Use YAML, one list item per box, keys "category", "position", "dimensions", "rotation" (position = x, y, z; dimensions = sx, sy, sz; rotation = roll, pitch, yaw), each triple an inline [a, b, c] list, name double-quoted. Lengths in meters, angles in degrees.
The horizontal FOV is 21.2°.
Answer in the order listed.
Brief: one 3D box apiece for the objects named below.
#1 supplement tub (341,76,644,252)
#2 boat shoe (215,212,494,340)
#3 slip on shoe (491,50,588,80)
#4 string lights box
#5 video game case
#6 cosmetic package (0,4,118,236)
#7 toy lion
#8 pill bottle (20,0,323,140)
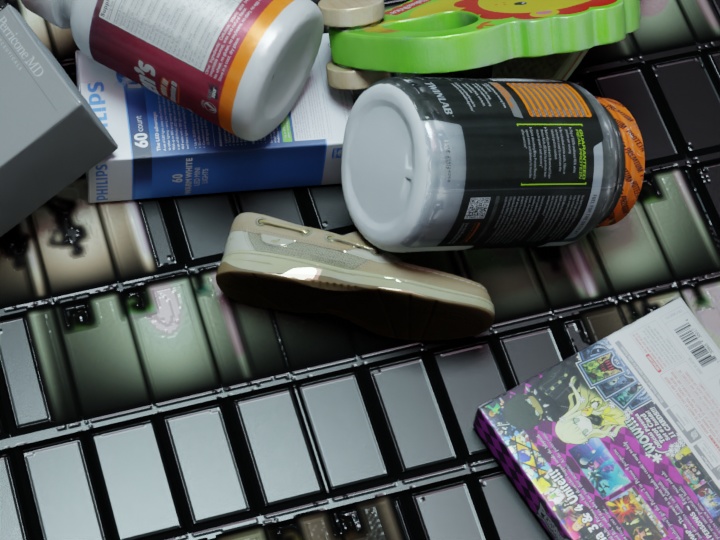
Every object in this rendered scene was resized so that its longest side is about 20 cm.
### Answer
- category: "supplement tub"
  position: [0.097, -0.076, 1.372]
  dimensions: [0.200, 0.123, 0.123]
  rotation: [-2, 58, -32]
- category: "boat shoe"
  position: [0.000, 0.000, 1.371]
  dimensions: [0.199, 0.072, 0.065]
  rotation: [10, 61, 6]
- category: "slip on shoe"
  position: [0.170, -0.200, 1.508]
  dimensions: [0.074, 0.061, 0.200]
  rotation: [18, 69, 36]
- category: "string lights box"
  position: [-0.107, -0.114, 1.429]
  dimensions: [0.199, 0.059, 0.103]
  rotation: [-5, 61, -9]
- category: "video game case"
  position: [0.206, 0.138, 1.333]
  dimensions: [0.181, 0.036, 0.200]
  rotation: [-27, 67, -20]
- category: "cosmetic package"
  position: [-0.283, -0.077, 1.342]
  dimensions: [0.200, 0.090, 0.107]
  rotation: [-40, 68, 0]
- category: "toy lion"
  position: [0.098, -0.182, 1.401]
  dimensions: [0.191, 0.069, 0.200]
  rotation: [11, 27, 38]
- category: "pill bottle"
  position: [-0.135, -0.182, 1.369]
  dimensions: [0.200, 0.110, 0.110]
  rotation: [28, 61, 12]
